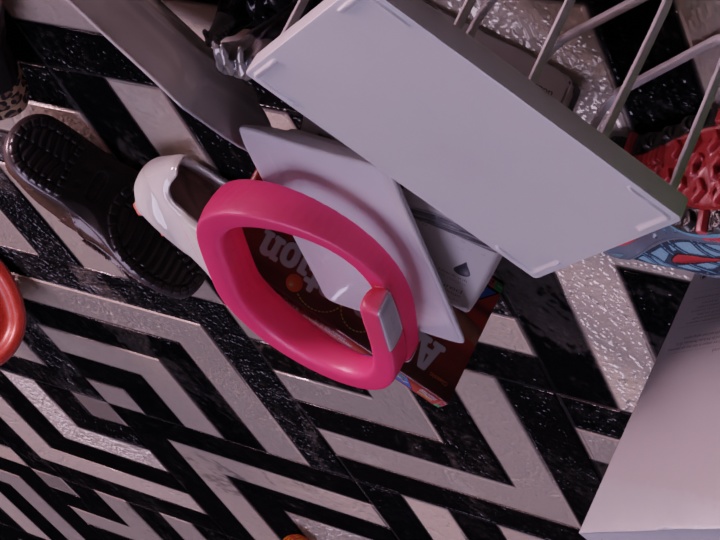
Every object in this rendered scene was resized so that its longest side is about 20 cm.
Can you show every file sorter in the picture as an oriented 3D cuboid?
[{"bbox_3d":[0.073,-0.113,0.976,0.199,0.125,0.139,35,156,-16],"label":"file sorter"}]

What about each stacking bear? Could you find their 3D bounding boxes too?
[{"bbox_3d":[-0.413,0.046,1.897,0.114,0.122,0.200,44,163,-18],"label":"stacking bear"}]

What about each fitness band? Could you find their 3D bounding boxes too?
[{"bbox_3d":[-0.034,0.010,1.206,0.143,0.038,0.200,25,157,19],"label":"fitness band"}]

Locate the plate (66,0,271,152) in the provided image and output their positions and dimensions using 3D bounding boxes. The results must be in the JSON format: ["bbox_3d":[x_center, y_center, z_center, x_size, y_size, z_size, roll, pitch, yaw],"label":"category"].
[{"bbox_3d":[-0.136,-0.153,1.131,0.200,0.032,0.200,44,-176,13],"label":"plate"}]

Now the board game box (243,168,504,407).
[{"bbox_3d":[0.000,0.000,1.324,0.199,0.103,0.019,34,157,-14],"label":"board game box"}]

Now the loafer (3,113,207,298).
[{"bbox_3d":[-0.202,-0.054,1.501,0.200,0.073,0.071,42,164,-19],"label":"loafer"}]

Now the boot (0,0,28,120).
[{"bbox_3d":[-0.333,-0.185,1.362,0.198,0.074,0.151,17,155,13],"label":"boot"}]

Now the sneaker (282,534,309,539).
[{"bbox_3d":[-0.077,0.363,2.220,0.077,0.073,0.201,29,157,25],"label":"sneaker"}]

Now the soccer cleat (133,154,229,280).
[{"bbox_3d":[-0.089,-0.015,1.445,0.200,0.070,0.077,39,152,-18],"label":"soccer cleat"}]

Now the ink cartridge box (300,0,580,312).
[{"bbox_3d":[0.038,-0.071,1.158,0.145,0.085,0.200,26,155,4],"label":"ink cartridge box"}]

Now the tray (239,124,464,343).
[{"bbox_3d":[0.001,-0.025,1.158,0.107,0.022,0.200,19,156,27],"label":"tray"}]

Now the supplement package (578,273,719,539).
[{"bbox_3d":[0.271,0.105,1.111,0.147,0.201,0.191,37,156,-20],"label":"supplement package"}]

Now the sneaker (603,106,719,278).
[{"bbox_3d":[0.204,-0.040,1.071,0.095,0.080,0.200,25,168,-27],"label":"sneaker"}]

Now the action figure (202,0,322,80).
[{"bbox_3d":[-0.075,-0.173,1.048,0.119,0.102,0.200,37,159,13],"label":"action figure"}]
